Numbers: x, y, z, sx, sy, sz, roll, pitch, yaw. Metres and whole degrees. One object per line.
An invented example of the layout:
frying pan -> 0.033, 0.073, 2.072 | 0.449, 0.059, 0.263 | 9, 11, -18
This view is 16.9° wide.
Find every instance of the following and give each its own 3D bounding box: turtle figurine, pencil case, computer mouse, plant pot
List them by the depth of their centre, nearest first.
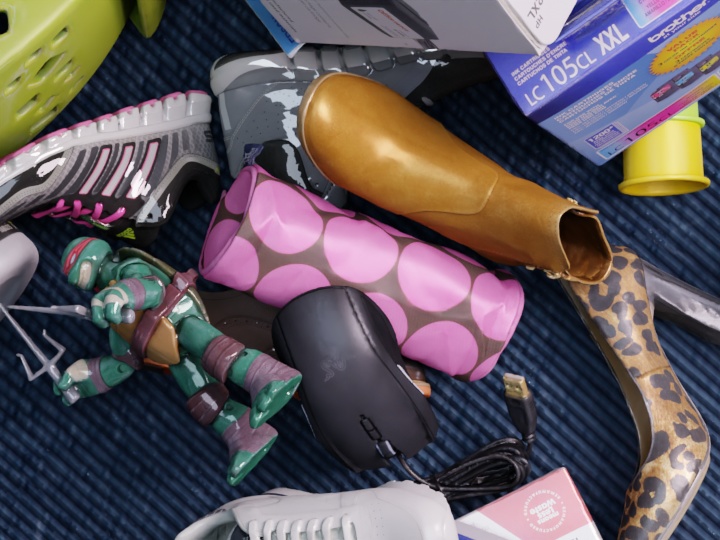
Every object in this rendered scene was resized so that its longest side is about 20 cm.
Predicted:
turtle figurine -> -0.134, 0.039, 1.488 | 0.200, 0.150, 0.101 | 35, 67, 12
computer mouse -> 0.034, 0.085, 1.503 | 0.140, 0.046, 0.200 | -18, 126, 6
pencil case -> 0.000, 0.000, 1.533 | 0.200, 0.094, 0.091 | 25, 88, -13
plant pot -> -0.234, -0.202, 1.538 | 0.181, 0.199, 0.200 | -35, 83, -7

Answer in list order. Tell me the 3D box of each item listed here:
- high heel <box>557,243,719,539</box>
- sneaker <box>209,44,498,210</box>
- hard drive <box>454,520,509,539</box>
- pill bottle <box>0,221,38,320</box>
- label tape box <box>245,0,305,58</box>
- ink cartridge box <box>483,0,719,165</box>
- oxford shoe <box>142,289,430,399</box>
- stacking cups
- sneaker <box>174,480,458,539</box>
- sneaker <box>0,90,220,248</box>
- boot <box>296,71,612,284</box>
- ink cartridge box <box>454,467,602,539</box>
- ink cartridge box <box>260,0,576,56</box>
high heel -> 0.156, 0.085, 1.538 | 0.142, 0.071, 0.200 | 25, 69, -1
sneaker -> 0.005, -0.091, 1.576 | 0.200, 0.075, 0.116 | -5, 91, 11
hard drive -> 0.087, 0.267, 1.479 | 0.132, 0.025, 0.200 | 18, 106, 26
pill bottle -> -0.315, -0.036, 1.562 | 0.200, 0.112, 0.112 | 41, 88, 6
label tape box -> 0.014, -0.221, 1.554 | 0.200, 0.066, 0.143 | -38, 50, 1
ink cartridge box -> 0.153, -0.144, 1.449 | 0.136, 0.200, 0.076 | -35, 70, 13
oxford shoe -> -0.049, 0.044, 1.562 | 0.200, 0.071, 0.073 | 11, 81, 5
stacking cups -> 0.191, -0.150, 1.577 | 0.060, 0.061, 0.200 | -3, 79, 3
sneaker -> -0.025, 0.171, 1.491 | 0.200, 0.080, 0.077 | -9, 84, 44
sneaker -> -0.165, -0.051, 1.545 | 0.200, 0.074, 0.088 | -23, 93, -38
boot -> 0.065, -0.055, 1.482 | 0.144, 0.201, 0.071 | 20, 82, 40
ink cartridge box -> 0.123, 0.238, 1.532 | 0.116, 0.067, 0.200 | -27, 84, 1
ink cartridge box -> 0.042, -0.210, 1.414 | 0.200, 0.084, 0.145 | 8, 62, 43
